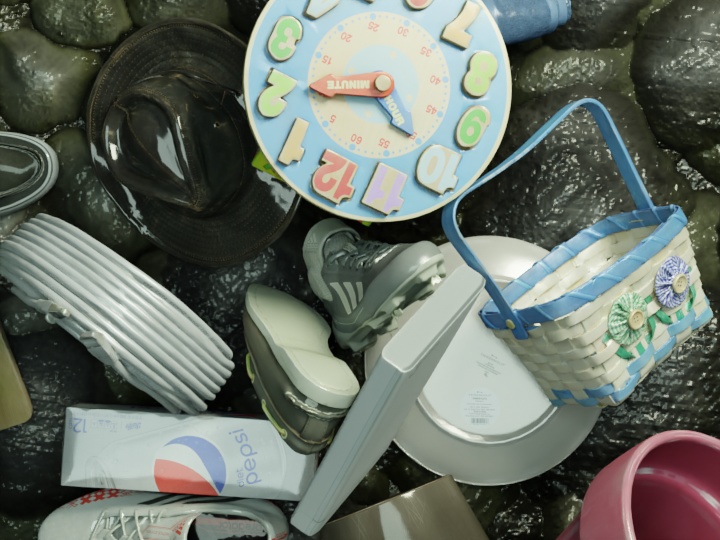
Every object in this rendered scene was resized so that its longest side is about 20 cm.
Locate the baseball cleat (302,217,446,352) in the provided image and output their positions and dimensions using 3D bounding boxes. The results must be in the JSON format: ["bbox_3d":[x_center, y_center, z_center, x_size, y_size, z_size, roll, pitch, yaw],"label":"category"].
[{"bbox_3d":[0.000,0.000,1.523,0.070,0.200,0.107,-30,82,-25],"label":"baseball cleat"}]

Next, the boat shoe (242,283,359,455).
[{"bbox_3d":[-0.056,0.071,1.532,0.072,0.202,0.060,17,108,-22],"label":"boat shoe"}]

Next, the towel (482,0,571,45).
[{"bbox_3d":[0.062,-0.215,1.549,0.199,0.049,0.112,-15,71,-31],"label":"towel"}]

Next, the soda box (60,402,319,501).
[{"bbox_3d":[-0.132,0.143,1.584,0.199,0.068,0.064,4,89,0],"label":"soda box"}]

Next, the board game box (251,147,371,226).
[{"bbox_3d":[0.001,-0.143,1.542,0.101,0.048,0.200,28,56,-9],"label":"board game box"}]

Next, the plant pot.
[{"bbox_3d":[0.211,0.243,1.477,0.200,0.200,0.179,50,130,1],"label":"plant pot"}]

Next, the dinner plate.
[{"bbox_3d":[0.102,0.072,1.607,0.199,0.024,0.201,0,90,1],"label":"dinner plate"}]

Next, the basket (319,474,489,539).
[{"bbox_3d":[0.056,0.270,1.551,0.180,0.136,0.201,-19,84,-21],"label":"basket"}]

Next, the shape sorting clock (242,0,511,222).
[{"bbox_3d":[0.014,-0.135,1.457,0.199,0.039,0.201,0,93,-11],"label":"shape sorting clock"}]

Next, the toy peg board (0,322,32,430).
[{"bbox_3d":[-0.382,0.066,1.548,0.198,0.098,0.201,-18,104,0],"label":"toy peg board"}]

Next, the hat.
[{"bbox_3d":[-0.141,-0.094,1.554,0.200,0.081,0.202,4,102,20],"label":"hat"}]

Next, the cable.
[{"bbox_3d":[-0.187,0.032,1.522,0.200,0.200,0.069,31,82,45],"label":"cable"}]

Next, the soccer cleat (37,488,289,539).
[{"bbox_3d":[-0.156,0.206,1.574,0.199,0.085,0.069,0,89,0],"label":"soccer cleat"}]

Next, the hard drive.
[{"bbox_3d":[0.019,0.098,1.501,0.027,0.132,0.200,35,133,9],"label":"hard drive"}]

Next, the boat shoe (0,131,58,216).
[{"bbox_3d":[-0.341,-0.073,1.595,0.199,0.057,0.069,-5,89,0],"label":"boat shoe"}]

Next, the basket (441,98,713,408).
[{"bbox_3d":[0.169,-0.010,1.536,0.176,0.139,0.200,-39,100,-27],"label":"basket"}]
